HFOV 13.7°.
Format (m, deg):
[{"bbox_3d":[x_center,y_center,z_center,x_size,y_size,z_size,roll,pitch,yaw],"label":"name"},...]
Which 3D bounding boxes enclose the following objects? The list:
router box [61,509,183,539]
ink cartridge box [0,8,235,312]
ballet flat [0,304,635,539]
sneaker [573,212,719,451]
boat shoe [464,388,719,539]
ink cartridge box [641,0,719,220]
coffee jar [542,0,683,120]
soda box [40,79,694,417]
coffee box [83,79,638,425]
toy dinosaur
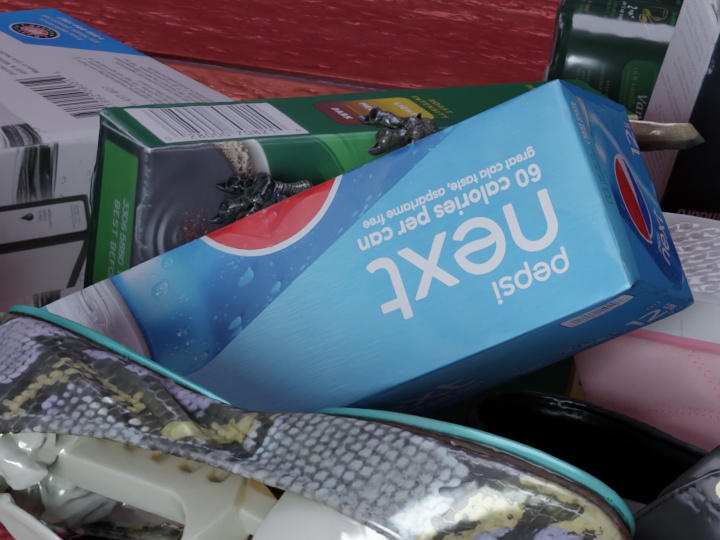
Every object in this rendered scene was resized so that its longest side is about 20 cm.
[{"bbox_3d":[0.012,0.120,0.784,0.150,0.062,0.200,-20,33,-35],"label":"router box"},{"bbox_3d":[-0.162,-0.034,1.119,0.200,0.084,0.146,-10,27,-37],"label":"ink cartridge box"},{"bbox_3d":[-0.028,0.066,0.767,0.200,0.072,0.072,15,22,28],"label":"ballet flat"},{"bbox_3d":[0.157,0.052,0.972,0.200,0.105,0.075,15,32,33],"label":"sneaker"},{"bbox_3d":[0.104,0.081,0.847,0.074,0.063,0.201,-11,19,-44],"label":"boat shoe"},{"bbox_3d":[0.199,-0.026,1.124,0.198,0.200,0.043,4,50,-9],"label":"ink cartridge box"},{"bbox_3d":[0.183,-0.074,1.346,0.200,0.085,0.104,10,18,7],"label":"coffee jar"},{"bbox_3d":[-0.007,0.014,0.903,0.200,0.068,0.064,-23,-14,19],"label":"soda box"},{"bbox_3d":[0.000,0.000,1.041,0.200,0.123,0.044,-4,22,-31],"label":"coffee box"},{"bbox_3d":[0.009,-0.011,0.974,0.088,0.200,0.047,46,8,-39],"label":"toy dinosaur"}]
